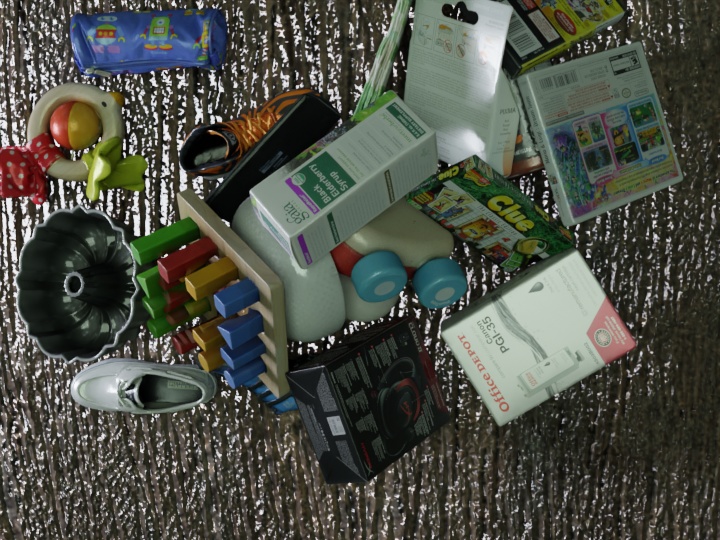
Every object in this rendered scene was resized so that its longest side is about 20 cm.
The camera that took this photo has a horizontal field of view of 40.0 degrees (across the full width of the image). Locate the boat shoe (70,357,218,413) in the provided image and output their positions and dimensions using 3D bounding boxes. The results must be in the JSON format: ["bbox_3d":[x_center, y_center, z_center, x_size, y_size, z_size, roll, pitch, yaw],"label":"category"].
[{"bbox_3d":[-0.292,0.154,1.308,0.200,0.065,0.074,-6,96,6],"label":"boat shoe"}]

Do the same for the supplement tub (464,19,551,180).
[{"bbox_3d":[0.186,-0.216,1.203,0.107,0.107,0.200,-17,93,7],"label":"supplement tub"}]

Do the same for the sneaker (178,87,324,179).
[{"bbox_3d":[-0.136,-0.167,1.236,0.200,0.112,0.078,-28,92,8],"label":"sneaker"}]

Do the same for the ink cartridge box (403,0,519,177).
[{"bbox_3d":[0.121,-0.226,1.166,0.162,0.050,0.200,32,123,44],"label":"ink cartridge box"}]

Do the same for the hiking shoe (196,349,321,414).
[{"bbox_3d":[-0.121,0.147,1.287,0.200,0.074,0.087,10,105,10],"label":"hiking shoe"}]

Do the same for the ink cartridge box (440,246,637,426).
[{"bbox_3d":[0.219,0.082,1.241,0.200,0.083,0.147,-32,92,8],"label":"ink cartridge box"}]

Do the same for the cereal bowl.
[{"bbox_3d":[-0.103,0.001,1.200,0.083,0.200,0.200,-24,94,-21],"label":"cereal bowl"}]

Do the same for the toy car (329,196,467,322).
[{"bbox_3d":[0.000,0.000,1.221,0.200,0.177,0.184,-53,46,35],"label":"toy car"}]

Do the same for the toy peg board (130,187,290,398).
[{"bbox_3d":[-0.182,0.045,1.172,0.098,0.200,0.199,-29,52,-25],"label":"toy peg board"}]

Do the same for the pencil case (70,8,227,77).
[{"bbox_3d":[-0.269,-0.287,1.252,0.200,0.078,0.087,-1,67,6],"label":"pencil case"}]

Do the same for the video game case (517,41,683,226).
[{"bbox_3d":[0.290,-0.166,1.183,0.200,0.024,0.182,-21,95,-31],"label":"video game case"}]

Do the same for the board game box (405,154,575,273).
[{"bbox_3d":[0.158,-0.063,1.183,0.105,0.023,0.200,-27,136,36],"label":"board game box"}]

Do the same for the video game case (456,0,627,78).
[{"bbox_3d":[0.191,-0.343,1.168,0.181,0.026,0.200,-30,79,-24],"label":"video game case"}]

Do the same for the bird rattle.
[{"bbox_3d":[-0.375,-0.162,1.288,0.200,0.113,0.163,5,85,18],"label":"bird rattle"}]

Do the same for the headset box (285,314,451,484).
[{"bbox_3d":[0.020,0.153,1.224,0.075,0.200,0.149,-15,98,43],"label":"headset box"}]

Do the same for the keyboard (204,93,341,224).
[{"bbox_3d":[-0.101,-0.132,1.243,0.200,0.127,0.021,-45,57,11],"label":"keyboard"}]

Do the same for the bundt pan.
[{"bbox_3d":[-0.343,0.019,1.273,0.202,0.076,0.202,-1,87,27],"label":"bundt pan"}]

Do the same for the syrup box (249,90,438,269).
[{"bbox_3d":[-0.016,-0.099,1.090,0.200,0.081,0.079,-36,64,-12],"label":"syrup box"}]

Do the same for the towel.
[{"bbox_3d":[0.026,-0.248,1.191,0.023,0.153,0.200,18,100,1],"label":"towel"}]
